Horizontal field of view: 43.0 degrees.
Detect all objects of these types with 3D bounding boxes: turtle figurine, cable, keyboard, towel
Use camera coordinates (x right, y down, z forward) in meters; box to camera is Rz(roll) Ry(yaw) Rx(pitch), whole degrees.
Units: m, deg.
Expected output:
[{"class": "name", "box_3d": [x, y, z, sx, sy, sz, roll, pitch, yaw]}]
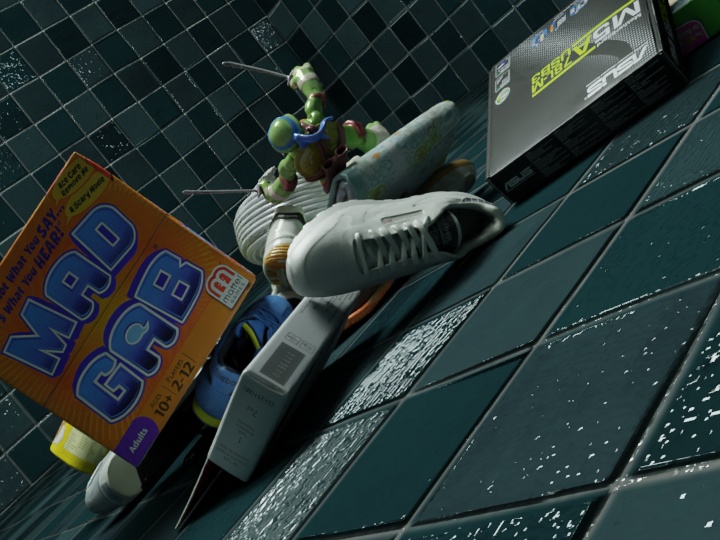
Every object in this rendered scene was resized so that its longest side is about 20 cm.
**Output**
[{"class": "turtle figurine", "box_3d": [-0.068, -0.151, 1.041, 0.197, 0.148, 0.192, -8, -13, 36]}, {"class": "cable", "box_3d": [-0.069, -0.069, 1.205, 0.197, 0.071, 0.199, -6, -21, -37]}, {"class": "keyboard", "box_3d": [-0.166, 0.151, 0.974, 0.201, 0.021, 0.127, -51, 28, -2]}, {"class": "towel", "box_3d": [0.029, -0.089, 1.050, 0.171, 0.048, 0.201, -41, -16, -27]}]

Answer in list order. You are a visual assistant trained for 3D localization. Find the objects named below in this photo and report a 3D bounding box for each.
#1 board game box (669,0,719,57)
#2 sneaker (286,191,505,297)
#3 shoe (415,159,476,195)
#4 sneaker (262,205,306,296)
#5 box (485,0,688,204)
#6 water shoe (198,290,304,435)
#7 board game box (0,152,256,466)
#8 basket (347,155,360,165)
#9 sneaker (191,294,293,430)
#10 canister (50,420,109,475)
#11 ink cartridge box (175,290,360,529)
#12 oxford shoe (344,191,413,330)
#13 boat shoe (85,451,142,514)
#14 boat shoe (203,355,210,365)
[{"class": "board game box", "box_3d": [0.288, -0.226, 0.943, 0.199, 0.041, 0.153, -37, 8, 35]}, {"class": "sneaker", "box_3d": [0.030, -0.026, 0.788, 0.196, 0.078, 0.080, -21, 16, -22]}, {"class": "shoe", "box_3d": [0.075, -0.058, 1.061, 0.199, 0.053, 0.070, -40, -18, -27]}, {"class": "sneaker", "box_3d": [-0.076, -0.004, 1.111, 0.201, 0.074, 0.090, 95, 176, -61]}, {"class": "box", "box_3d": [0.206, -0.187, 0.873, 0.199, 0.047, 0.195, -35, 27, 35]}, {"class": "water shoe", "box_3d": [-0.122, 0.111, 1.049, 0.200, 0.072, 0.079, -45, 29, -2]}, {"class": "board game box", "box_3d": [-0.236, 0.035, 0.902, 0.202, 0.198, 0.200, -56, 6, -4]}, {"class": "basket", "box_3d": [-0.045, -0.078, 1.518, 0.200, 0.124, 0.135, -44, 7, -21]}, {"class": "sneaker", "box_3d": [-0.101, 0.070, 0.904, 0.079, 0.065, 0.201, -63, -2, 32]}, {"class": "canister", "box_3d": [-0.295, 0.154, 1.165, 0.203, 0.085, 0.148, -65, -24, -3]}, {"class": "ink cartridge box", "box_3d": [-0.076, 0.116, 0.793, 0.176, 0.043, 0.200, -66, -6, 27]}, {"class": "oxford shoe", "box_3d": [0.000, 0.000, 0.966, 0.200, 0.073, 0.071, -43, 8, -17]}, {"class": "boat shoe", "box_3d": [-0.267, 0.216, 1.098, 0.071, 0.070, 0.201, -35, 10, 26]}, {"class": "boat shoe", "box_3d": [-0.194, 0.124, 1.274, 0.068, 0.057, 0.200, -41, 6, -10]}]
